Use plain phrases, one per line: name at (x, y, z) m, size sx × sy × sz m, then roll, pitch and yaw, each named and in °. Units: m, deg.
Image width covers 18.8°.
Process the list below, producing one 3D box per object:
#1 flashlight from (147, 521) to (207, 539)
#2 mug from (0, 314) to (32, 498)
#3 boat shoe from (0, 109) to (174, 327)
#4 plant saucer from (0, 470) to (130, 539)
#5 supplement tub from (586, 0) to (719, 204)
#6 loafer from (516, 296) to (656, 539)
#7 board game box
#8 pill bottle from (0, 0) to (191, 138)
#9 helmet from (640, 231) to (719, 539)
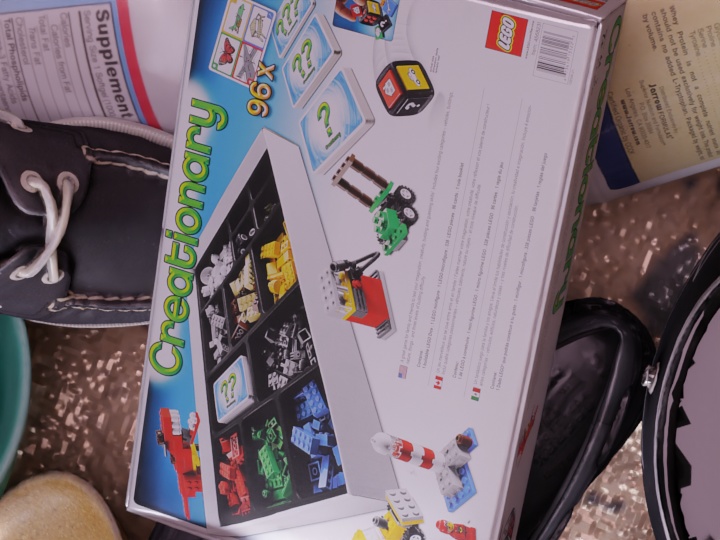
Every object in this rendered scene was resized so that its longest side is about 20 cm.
flashlight at (-0.014, 0.030, 0.748) m, size 0.068 × 0.067 × 0.201 m, roll 37°, pitch 103°, yaw 46°
mug at (-0.182, 0.052, 0.771) m, size 0.183 × 0.114 × 0.153 m, roll -3°, pitch 70°, yaw -17°
boat shoe at (-0.124, -0.021, 0.704) m, size 0.198 × 0.060 × 0.075 m, roll 15°, pitch 98°, yaw -9°
plant saucer at (-0.117, 0.171, 0.748) m, size 0.035 × 0.200 × 0.202 m, roll 22°, pitch 94°, yaw -30°
supplement tub at (0.136, -0.114, 0.698) m, size 0.198 × 0.144 × 0.146 m, roll -17°, pitch 85°, yaw 11°
loafer at (0.026, 0.090, 0.744) m, size 0.068 × 0.070 × 0.201 m, roll 41°, pitch 90°, yaw 11°
board game box at (0.000, 0.000, 0.670) m, size 0.125 × 0.035 × 0.202 m, roll 17°, pitch 113°, yaw 16°
pill bottle at (-0.099, -0.094, 0.766) m, size 0.198 × 0.109 × 0.110 m, roll -5°, pitch 87°, yaw 11°
helmet at (0.184, 0.041, 0.659) m, size 0.190 × 0.199 × 0.201 m, roll -34°, pitch 79°, yaw 50°
